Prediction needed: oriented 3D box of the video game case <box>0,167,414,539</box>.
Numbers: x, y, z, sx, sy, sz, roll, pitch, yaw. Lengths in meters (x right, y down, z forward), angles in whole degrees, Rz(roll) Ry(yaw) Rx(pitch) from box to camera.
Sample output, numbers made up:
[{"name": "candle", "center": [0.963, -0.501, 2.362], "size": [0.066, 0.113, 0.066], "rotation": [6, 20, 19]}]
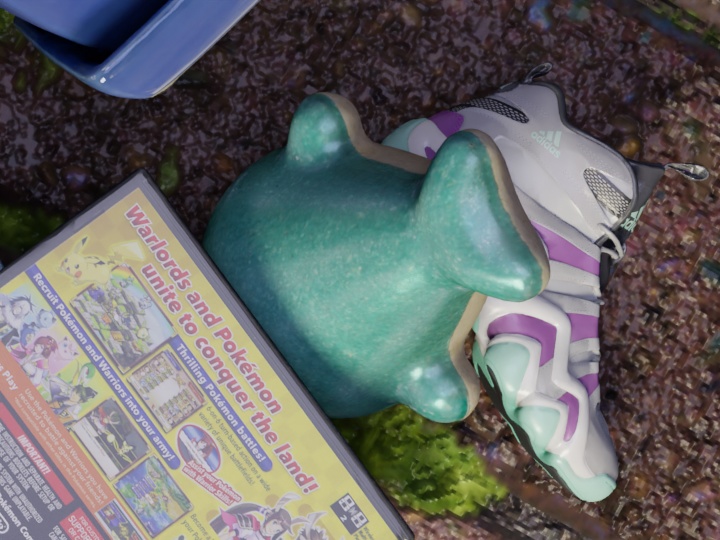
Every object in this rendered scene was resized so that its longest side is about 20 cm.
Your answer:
[{"name": "video game case", "center": [-0.107, 0.089, 1.157], "size": [0.181, 0.026, 0.200], "rotation": [-36, 94, -3]}]

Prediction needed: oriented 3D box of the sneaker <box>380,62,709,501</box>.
[{"name": "sneaker", "center": [0.109, -0.003, 1.272], "size": [0.140, 0.078, 0.200], "rotation": [-29, 96, -5]}]

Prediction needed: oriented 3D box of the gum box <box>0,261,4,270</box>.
[{"name": "gum box", "center": [-0.229, 0.049, 1.211], "size": [0.170, 0.045, 0.200], "rotation": [-29, 119, -6]}]

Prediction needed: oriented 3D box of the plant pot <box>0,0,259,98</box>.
[{"name": "plant pot", "center": [-0.115, -0.194, 1.176], "size": [0.200, 0.200, 0.180], "rotation": [-45, 113, -4]}]

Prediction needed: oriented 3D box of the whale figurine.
[{"name": "whale figurine", "center": [0.000, 0.000, 1.190], "size": [0.104, 0.200, 0.159], "rotation": [-25, 94, -31]}]
